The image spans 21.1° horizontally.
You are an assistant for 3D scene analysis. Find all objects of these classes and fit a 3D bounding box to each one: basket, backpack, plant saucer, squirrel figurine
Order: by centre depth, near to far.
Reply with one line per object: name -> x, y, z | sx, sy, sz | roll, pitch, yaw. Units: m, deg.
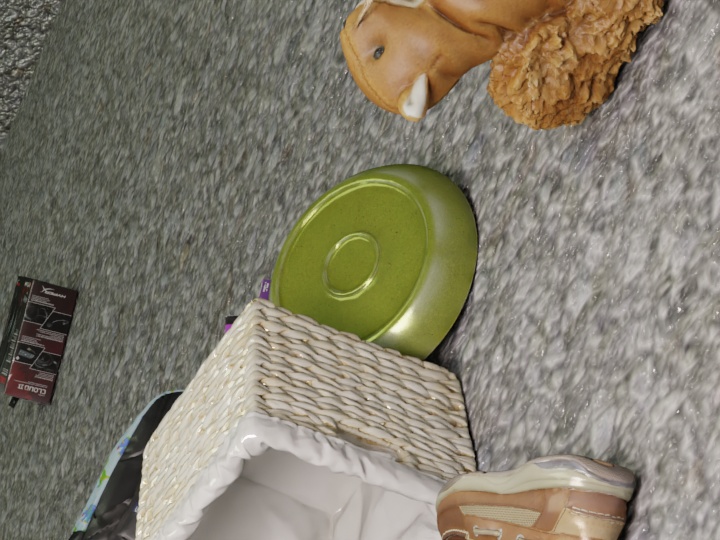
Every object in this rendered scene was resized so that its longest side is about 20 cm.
squirrel figurine -> 0.090, -0.167, 1.273 | 0.187, 0.200, 0.142 | -55, 11, 3
basket -> -0.042, 0.155, 1.399 | 0.200, 0.198, 0.161 | -53, 26, 33
plant saucer -> 0.000, 0.000, 1.518 | 0.200, 0.031, 0.201 | -20, 54, 30
backpack -> -0.179, 0.212, 1.853 | 0.154, 0.163, 0.201 | 120, 167, -76

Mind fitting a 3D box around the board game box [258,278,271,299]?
board game box -> -0.069, 0.089, 1.673 | 0.200, 0.032, 0.120 | 64, -148, -74

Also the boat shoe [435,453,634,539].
boat shoe -> 0.099, 0.164, 1.202 | 0.200, 0.076, 0.072 | 145, 134, -65

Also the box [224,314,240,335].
box -> -0.102, 0.161, 1.748 | 0.143, 0.036, 0.200 | 82, -175, -53

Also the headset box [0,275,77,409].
headset box -> -0.508, 0.116, 2.986 | 0.149, 0.077, 0.201 | -171, 97, -71
